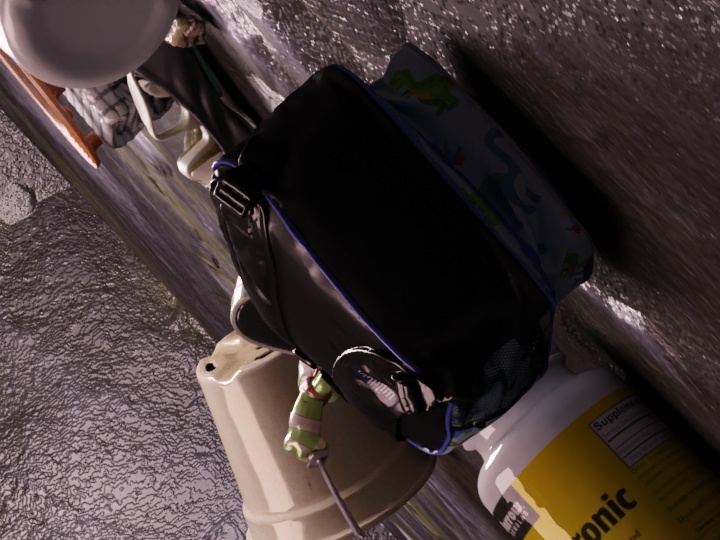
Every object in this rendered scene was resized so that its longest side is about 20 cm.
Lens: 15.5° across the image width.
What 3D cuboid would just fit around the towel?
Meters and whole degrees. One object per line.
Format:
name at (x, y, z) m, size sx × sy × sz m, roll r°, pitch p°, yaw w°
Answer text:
towel at (-0.214, -0.188, 2.062) m, size 0.166 × 0.086 × 0.200 m, roll 50°, pitch 174°, yaw 2°

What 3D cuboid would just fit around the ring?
ring at (-0.267, -0.164, 2.104) m, size 0.200 × 0.019 × 0.200 m, roll 49°, pitch 174°, yaw 7°

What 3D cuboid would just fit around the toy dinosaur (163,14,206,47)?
toy dinosaur at (-0.182, -0.187, 1.873) m, size 0.200 × 0.088 × 0.047 m, roll 40°, pitch 133°, yaw 49°

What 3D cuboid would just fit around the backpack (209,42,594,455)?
backpack at (0.028, -0.004, 1.352) m, size 0.183 × 0.147 × 0.200 m, roll 47°, pitch 167°, yaw 15°

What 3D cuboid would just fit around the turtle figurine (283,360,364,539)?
turtle figurine at (0.016, 0.107, 1.984) m, size 0.200 × 0.144 × 0.194 m, roll 47°, pitch 180°, yaw -7°

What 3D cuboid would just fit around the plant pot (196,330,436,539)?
plant pot at (-0.056, 0.141, 2.491) m, size 0.184 × 0.200 × 0.200 m, roll 63°, pitch 168°, yaw -17°

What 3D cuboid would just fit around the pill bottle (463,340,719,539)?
pill bottle at (0.139, 0.128, 1.527) m, size 0.200 × 0.111 × 0.111 m, roll 47°, pitch 172°, yaw 15°

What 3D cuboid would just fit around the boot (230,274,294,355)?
boot at (0.012, 0.012, 1.873) m, size 0.200 × 0.072 × 0.144 m, roll 22°, pitch -139°, yaw -10°

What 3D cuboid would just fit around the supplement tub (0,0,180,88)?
supplement tub at (-0.216, -0.214, 1.755) m, size 0.200 × 0.132 × 0.132 m, roll 41°, pitch 169°, yaw 48°

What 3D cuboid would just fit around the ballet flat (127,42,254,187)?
ballet flat at (-0.120, -0.110, 1.965) m, size 0.200 × 0.073 × 0.073 m, roll 53°, pitch 171°, yaw -31°
